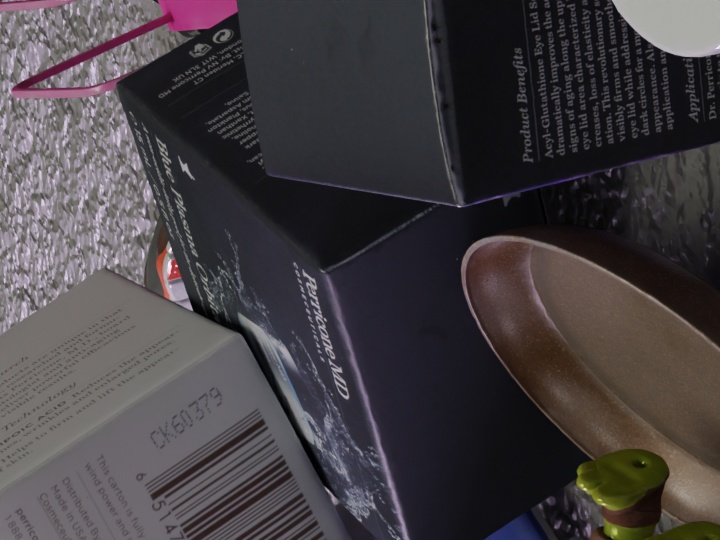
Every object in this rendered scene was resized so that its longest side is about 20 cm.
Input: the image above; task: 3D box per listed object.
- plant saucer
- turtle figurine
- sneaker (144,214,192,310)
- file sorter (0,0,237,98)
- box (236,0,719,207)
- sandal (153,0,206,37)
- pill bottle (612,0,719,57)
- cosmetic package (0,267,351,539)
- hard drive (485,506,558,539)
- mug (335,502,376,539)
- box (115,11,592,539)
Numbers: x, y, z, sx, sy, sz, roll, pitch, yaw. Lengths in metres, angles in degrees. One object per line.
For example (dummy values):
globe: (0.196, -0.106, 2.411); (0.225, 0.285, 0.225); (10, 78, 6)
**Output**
plant saucer: (0.128, 0.047, 1.137); (0.200, 0.032, 0.200); (37, 162, 14)
turtle figurine: (0.116, 0.170, 1.162); (0.200, 0.064, 0.162); (-113, 29, -51)
sneaker: (-0.093, -0.025, 1.546); (0.082, 0.077, 0.201); (65, 150, 32)
file sorter: (-0.139, -0.198, 1.371); (0.139, 0.125, 0.201); (4, 118, 59)
box: (0.072, -0.100, 1.075); (0.148, 0.199, 0.105); (13, 114, 59)
sandal: (-0.093, -0.157, 1.513); (0.200, 0.043, 0.077); (31, 129, 53)
pill bottle: (0.176, -0.133, 0.870); (0.114, 0.199, 0.115); (35, 133, 50)
cosmetic package: (-0.125, 0.122, 1.363); (0.166, 0.164, 0.200); (63, 163, -19)
hard drive: (0.071, 0.214, 1.278); (0.132, 0.025, 0.200); (-45, 42, 12)
mug: (-0.025, 0.236, 1.439); (0.149, 0.153, 0.188); (-13, 102, 64)
box: (0.000, 0.000, 1.285); (0.200, 0.117, 0.198); (40, 155, 46)
